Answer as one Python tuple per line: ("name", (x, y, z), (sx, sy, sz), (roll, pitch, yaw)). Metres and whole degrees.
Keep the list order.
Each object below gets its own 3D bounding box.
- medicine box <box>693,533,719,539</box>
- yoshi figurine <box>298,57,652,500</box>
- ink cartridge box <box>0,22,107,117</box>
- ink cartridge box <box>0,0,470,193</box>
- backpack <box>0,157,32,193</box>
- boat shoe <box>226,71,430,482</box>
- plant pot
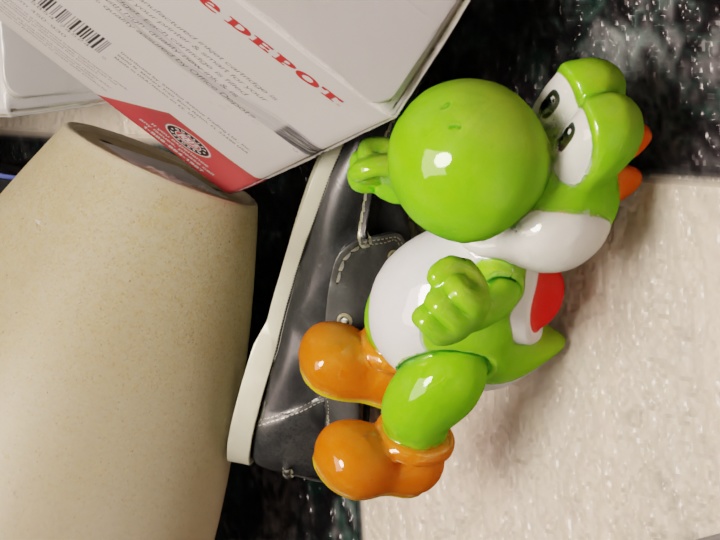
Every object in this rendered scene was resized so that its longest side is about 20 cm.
("medicine box", (0.162, 0.180, 0.900), (0.103, 0.182, 0.201), (-18, 83, 52))
("yoshi figurine", (0.028, -0.007, 1.070), (0.112, 0.112, 0.200), (40, 126, 10))
("ink cartridge box", (-0.198, -0.150, 1.380), (0.200, 0.083, 0.146), (3, 99, 52))
("ink cartridge box", (-0.056, -0.117, 1.109), (0.147, 0.083, 0.200), (38, 162, -13))
("backpack", (-0.228, 0.002, 1.375), (0.190, 0.199, 0.155), (-176, 97, -67))
("boat shoe", (0.000, 0.000, 1.187), (0.067, 0.072, 0.201), (19, 110, 7))
("plant pot", (-0.126, 0.043, 1.229), (0.187, 0.187, 0.200), (30, 100, 45))
